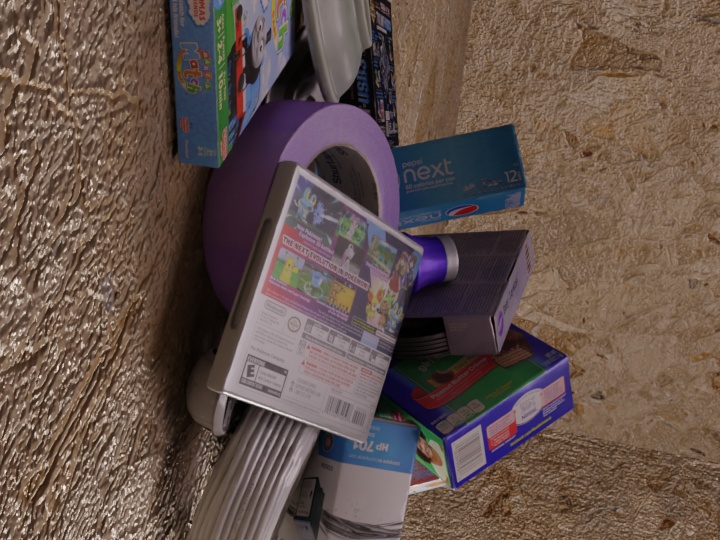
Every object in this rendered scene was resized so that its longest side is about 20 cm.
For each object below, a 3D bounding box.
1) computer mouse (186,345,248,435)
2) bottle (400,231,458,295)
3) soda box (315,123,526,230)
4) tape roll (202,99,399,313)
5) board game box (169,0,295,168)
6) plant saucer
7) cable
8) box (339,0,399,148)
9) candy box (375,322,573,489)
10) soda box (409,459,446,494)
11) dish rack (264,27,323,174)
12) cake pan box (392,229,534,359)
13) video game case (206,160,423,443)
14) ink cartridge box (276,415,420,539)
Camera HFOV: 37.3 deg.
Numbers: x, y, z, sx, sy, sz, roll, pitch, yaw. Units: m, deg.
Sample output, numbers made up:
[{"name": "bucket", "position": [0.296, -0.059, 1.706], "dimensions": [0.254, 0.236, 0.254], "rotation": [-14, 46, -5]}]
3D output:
[{"name": "computer mouse", "position": [-0.119, 0.095, 0.930], "dimensions": [0.200, 0.043, 0.111], "rotation": [47, 58, -87]}, {"name": "bottle", "position": [0.000, 0.000, 1.062], "dimensions": [0.083, 0.198, 0.066], "rotation": [174, -92, -71]}, {"name": "soda box", "position": [0.060, -0.085, 1.056], "dimensions": [0.064, 0.198, 0.069], "rotation": [65, 15, -76]}, {"name": "tape roll", "position": [-0.045, -0.043, 0.914], "dimensions": [0.199, 0.065, 0.203], "rotation": [-21, 116, -52]}, {"name": "board game box", "position": [-0.090, -0.193, 0.793], "dimensions": [0.201, 0.036, 0.153], "rotation": [-71, 167, -52]}, {"name": "plant saucer", "position": [-0.020, -0.251, 0.960], "dimensions": [0.200, 0.050, 0.203], "rotation": [-6, 90, -85]}, {"name": "cable", "position": [-0.091, 0.188, 0.952], "dimensions": [0.201, 0.069, 0.201], "rotation": [110, 5, -49]}, {"name": "box", "position": [0.009, -0.223, 1.252], "dimensions": [0.200, 0.049, 0.201], "rotation": [-44, 129, -78]}, {"name": "candy box", "position": [0.093, 0.113, 1.116], "dimensions": [0.168, 0.199, 0.078], "rotation": [-29, 125, -25]}, {"name": "soda box", "position": [0.016, 0.217, 1.167], "dimensions": [0.064, 0.198, 0.069], "rotation": [45, 31, -68]}, {"name": "dish rack", "position": [-0.056, -0.127, 1.078], "dimensions": [0.172, 0.043, 0.202], "rotation": [-67, 164, -53]}, {"name": "cake pan box", "position": [0.079, 0.023, 1.140], "dimensions": [0.200, 0.182, 0.053], "rotation": [-58, 137, -56]}, {"name": "video game case", "position": [-0.029, 0.033, 0.874], "dimensions": [0.199, 0.023, 0.184], "rotation": [30, 74, -51]}, {"name": "ink cartridge box", "position": [-0.024, 0.239, 1.051], "dimensions": [0.146, 0.085, 0.202], "rotation": [-3, -106, 65]}]
